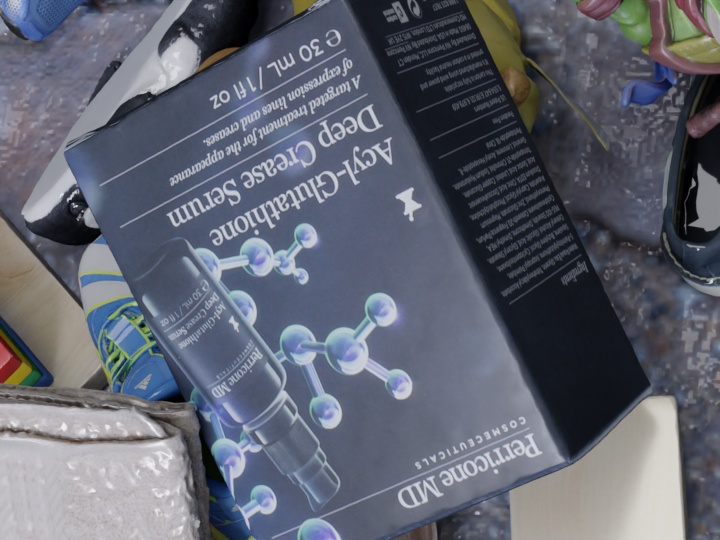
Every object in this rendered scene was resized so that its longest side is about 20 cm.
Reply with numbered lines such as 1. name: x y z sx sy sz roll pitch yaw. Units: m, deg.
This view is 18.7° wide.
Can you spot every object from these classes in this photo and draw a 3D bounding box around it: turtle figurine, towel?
1. turtle figurine: 0.142 -0.154 0.877 0.143 0.194 0.202 12 97 -18
2. towel: -0.118 0.138 0.917 0.131 0.035 0.201 3 118 20

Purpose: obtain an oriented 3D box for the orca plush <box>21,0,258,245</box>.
1. orca plush: -0.084 -0.088 1.094 0.201 0.071 0.105 -60 21 -16

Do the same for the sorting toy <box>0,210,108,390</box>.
1. sorting toy: -0.256 0.041 1.092 0.200 0.070 0.199 -45 66 1

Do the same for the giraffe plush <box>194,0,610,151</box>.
1. giraffe plush: -0.009 -0.079 1.010 0.162 0.172 0.200 -42 83 14

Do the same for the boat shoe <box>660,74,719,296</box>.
1. boat shoe: 0.183 -0.089 0.990 0.074 0.062 0.201 21 81 25

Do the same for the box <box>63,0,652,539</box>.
1. box: 0.000 0.000 0.888 0.148 0.107 0.201 -26 92 28

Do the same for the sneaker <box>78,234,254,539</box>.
1. sneaker: -0.080 0.041 0.979 0.076 0.105 0.200 -38 61 -1

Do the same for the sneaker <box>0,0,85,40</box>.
1. sneaker: -0.109 -0.194 1.110 0.089 0.079 0.200 41 89 27

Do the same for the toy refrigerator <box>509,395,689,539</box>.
1. toy refrigerator: 0.107 0.161 0.938 0.075 0.070 0.202 -5 73 9

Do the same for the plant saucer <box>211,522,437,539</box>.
1. plant saucer: -0.056 0.137 1.018 0.198 0.032 0.202 -5 73 17
